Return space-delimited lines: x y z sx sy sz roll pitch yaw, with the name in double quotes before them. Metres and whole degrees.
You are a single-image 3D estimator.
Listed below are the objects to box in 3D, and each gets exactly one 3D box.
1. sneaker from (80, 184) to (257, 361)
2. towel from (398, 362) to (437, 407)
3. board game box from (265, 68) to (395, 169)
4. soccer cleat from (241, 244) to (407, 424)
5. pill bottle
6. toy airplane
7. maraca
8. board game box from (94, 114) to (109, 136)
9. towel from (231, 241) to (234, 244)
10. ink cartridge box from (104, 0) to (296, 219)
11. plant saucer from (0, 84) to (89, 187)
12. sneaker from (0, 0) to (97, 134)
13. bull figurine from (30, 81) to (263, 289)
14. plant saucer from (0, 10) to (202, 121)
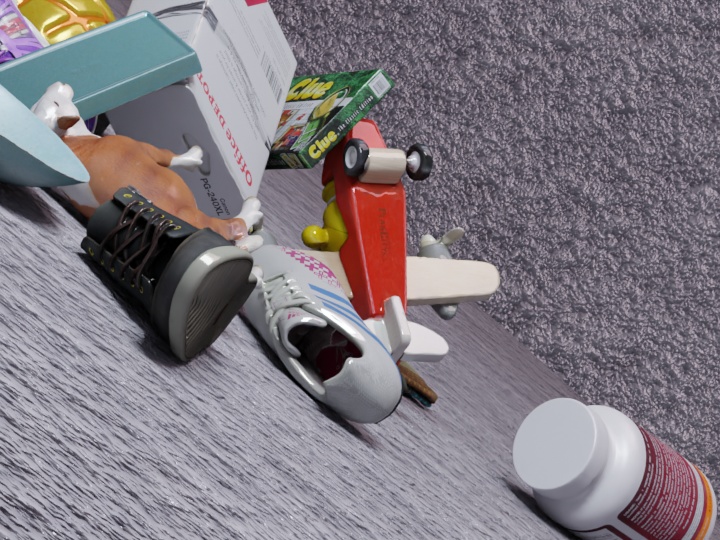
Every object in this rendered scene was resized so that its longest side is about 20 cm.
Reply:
"sneaker" -0.126 -0.004 1.350 0.106 0.075 0.200 35 -5 2
"towel" -0.024 0.041 2.012 0.147 0.022 0.200 34 9 -45
"board game box" -0.056 -0.125 1.878 0.023 0.105 0.200 53 -21 -19
"soccer cleat" -0.041 0.033 1.613 0.200 0.070 0.086 44 6 40
"pill bottle" 0.223 0.188 1.976 0.200 0.113 0.113 36 6 -45
"toy airplane" 0.000 0.000 1.834 0.200 0.199 0.141 47 -31 -12
"maraca" -0.257 -0.196 1.790 0.137 0.107 0.200 21 24 -32
"board game box" -0.301 -0.189 1.900 0.200 0.034 0.134 38 4 -16
"towel" -0.165 -0.103 1.966 0.200 0.032 0.191 52 1 43
"ink cartridge box" -0.129 -0.153 1.795 0.200 0.083 0.146 -76 149 -47
"plant saucer" -0.259 -0.106 1.403 0.201 0.039 0.201 39 5 -4
"sneaker" -0.273 -0.165 1.649 0.200 0.081 0.083 39 10 -12
"bull figurine" -0.147 -0.051 1.526 0.121 0.065 0.200 -7 47 -48
"plant saucer" -0.202 -0.142 1.613 0.070 0.019 0.200 41 43 20
